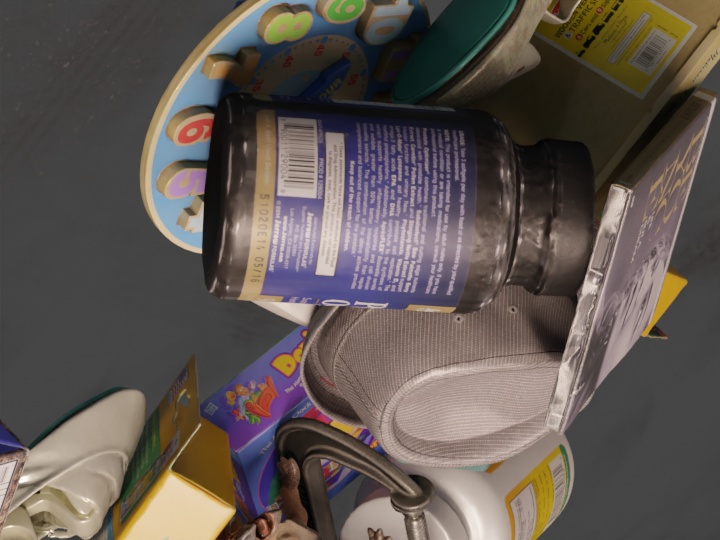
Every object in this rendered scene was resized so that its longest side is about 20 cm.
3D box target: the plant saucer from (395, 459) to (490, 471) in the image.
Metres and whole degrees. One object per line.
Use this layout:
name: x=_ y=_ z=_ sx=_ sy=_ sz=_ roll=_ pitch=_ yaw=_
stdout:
plant saucer: x=0.080 y=0.084 z=1.729 sx=0.200 sy=0.070 sz=0.019 roll=-41 pitch=132 yaw=-63

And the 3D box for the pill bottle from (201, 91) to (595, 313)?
pill bottle: x=0.019 y=-0.034 z=1.472 sx=0.200 sy=0.112 sz=0.112 roll=4 pitch=133 yaw=-9

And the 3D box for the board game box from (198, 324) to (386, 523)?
board game box: x=-0.008 y=0.077 z=1.789 sx=0.200 sy=0.045 sz=0.134 roll=-38 pitch=150 yaw=-17

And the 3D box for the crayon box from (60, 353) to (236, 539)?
crayon box: x=-0.134 y=0.160 z=1.645 sx=0.200 sy=0.052 sz=0.126 roll=-55 pitch=-166 yaw=12

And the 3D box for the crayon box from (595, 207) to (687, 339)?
crayon box: x=0.129 y=-0.022 z=1.769 sx=0.051 sy=0.127 sz=0.200 roll=-53 pitch=152 yaw=11

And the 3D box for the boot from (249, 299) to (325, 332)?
boot: x=0.000 y=0.000 z=1.659 sx=0.200 sy=0.073 sz=0.090 roll=27 pitch=88 yaw=-53

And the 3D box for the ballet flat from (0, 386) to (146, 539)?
ballet flat: x=-0.192 y=0.145 z=1.606 sx=0.200 sy=0.069 sz=0.069 roll=-34 pitch=149 yaw=-23

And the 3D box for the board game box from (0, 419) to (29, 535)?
board game box: x=-0.289 y=0.157 z=1.457 sx=0.159 sy=0.097 sz=0.200 roll=-15 pitch=138 yaw=-44

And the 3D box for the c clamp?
c clamp: x=0.022 y=0.174 z=1.719 sx=0.027 sy=0.171 sz=0.200 roll=-45 pitch=138 yaw=-30

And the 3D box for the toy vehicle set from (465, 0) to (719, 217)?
toy vehicle set: x=0.145 y=-0.141 z=1.615 sx=0.200 sy=0.124 sz=0.027 roll=-51 pitch=157 yaw=-10

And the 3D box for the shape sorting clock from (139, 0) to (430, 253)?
shape sorting clock: x=-0.038 y=-0.089 z=1.550 sx=0.200 sy=0.039 sz=0.200 roll=-34 pitch=148 yaw=-24

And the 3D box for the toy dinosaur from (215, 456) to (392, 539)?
toy dinosaur: x=-0.049 y=0.207 z=1.670 sx=0.136 sy=0.086 sz=0.200 roll=-38 pitch=126 yaw=-39

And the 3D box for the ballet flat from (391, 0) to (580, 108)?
ballet flat: x=0.092 y=-0.149 z=1.571 sx=0.062 sy=0.067 sz=0.200 roll=45 pitch=68 yaw=-30

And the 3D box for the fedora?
fedora: x=0.068 y=0.051 z=1.597 sx=0.200 sy=0.090 sz=0.177 roll=-4 pitch=136 yaw=-29

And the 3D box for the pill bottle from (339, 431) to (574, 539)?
pill bottle: x=0.063 y=0.161 z=1.864 sx=0.113 sy=0.113 sz=0.200 roll=-62 pitch=167 yaw=25

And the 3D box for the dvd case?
dvd case: x=0.155 y=-0.009 z=1.544 sx=0.200 sy=0.016 sz=0.149 roll=-43 pitch=150 yaw=-63
